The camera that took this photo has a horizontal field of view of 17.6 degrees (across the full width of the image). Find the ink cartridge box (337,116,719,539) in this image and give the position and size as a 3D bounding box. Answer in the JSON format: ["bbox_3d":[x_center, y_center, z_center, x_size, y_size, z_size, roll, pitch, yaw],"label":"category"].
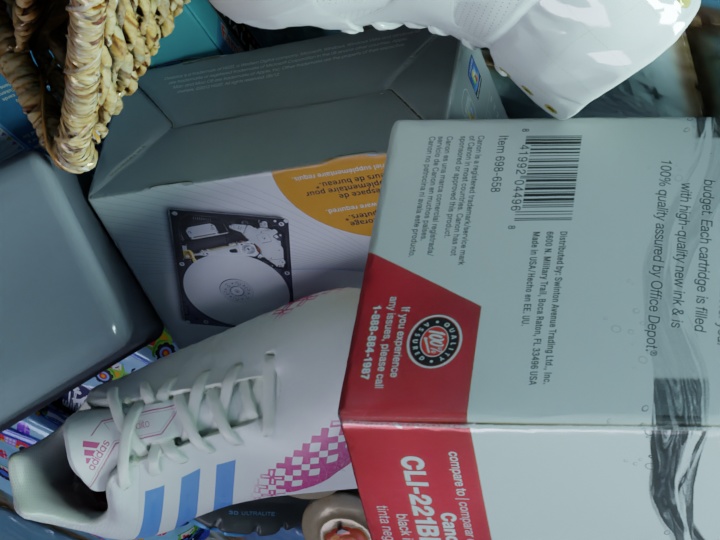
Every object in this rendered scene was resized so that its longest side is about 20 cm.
[{"bbox_3d":[0.104,0.023,0.817,0.198,0.145,0.084,0,138,13],"label":"ink cartridge box"}]

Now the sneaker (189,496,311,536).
[{"bbox_3d":[-0.001,0.093,1.210,0.199,0.083,0.073,2,-171,-32],"label":"sneaker"}]

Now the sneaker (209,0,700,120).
[{"bbox_3d":[0.033,-0.096,0.846,0.116,0.074,0.199,45,152,-24],"label":"sneaker"}]

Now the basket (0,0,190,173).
[{"bbox_3d":[-0.117,-0.157,0.807,0.142,0.150,0.200,29,158,3],"label":"basket"}]

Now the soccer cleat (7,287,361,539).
[{"bbox_3d":[-0.066,0.065,0.941,0.086,0.070,0.199,5,153,-44],"label":"soccer cleat"}]

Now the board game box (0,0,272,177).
[{"bbox_3d":[-0.110,-0.067,1.018,0.150,0.047,0.200,-19,134,19],"label":"board game box"}]

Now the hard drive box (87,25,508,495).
[{"bbox_3d":[0.000,0.000,0.982,0.155,0.077,0.201,-8,136,21],"label":"hard drive box"}]

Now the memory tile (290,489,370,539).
[{"bbox_3d":[0.034,0.070,1.104,0.199,0.017,0.154,-17,116,26],"label":"memory tile"}]

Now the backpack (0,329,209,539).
[{"bbox_3d":[-0.130,0.049,1.254,0.182,0.135,0.200,28,154,5],"label":"backpack"}]

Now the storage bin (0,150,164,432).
[{"bbox_3d":[-0.163,0.011,0.935,0.146,0.134,0.200,63,179,1],"label":"storage bin"}]
